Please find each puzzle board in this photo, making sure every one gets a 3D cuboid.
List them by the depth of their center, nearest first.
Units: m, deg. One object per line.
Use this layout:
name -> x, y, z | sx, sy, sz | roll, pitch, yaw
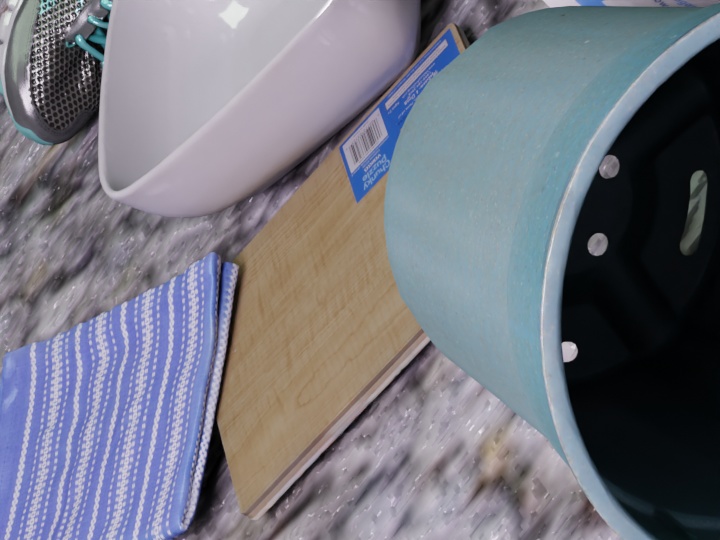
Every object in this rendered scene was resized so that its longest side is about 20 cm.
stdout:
puzzle board -> 0.000, 0.000, 1.205 | 0.200, 0.017, 0.151 | -47, 34, 21

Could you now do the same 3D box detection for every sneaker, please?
sneaker -> -0.131, -0.160, 1.455 | 0.091, 0.078, 0.200 | 21, 85, 53

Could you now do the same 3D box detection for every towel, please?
towel -> -0.132, 0.081, 1.303 | 0.200, 0.024, 0.145 | -25, 49, 49

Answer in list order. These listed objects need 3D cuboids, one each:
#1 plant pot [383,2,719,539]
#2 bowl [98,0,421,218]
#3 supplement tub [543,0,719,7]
plant pot -> 0.110, -0.009, 0.911 | 0.201, 0.200, 0.196 | -62, 25, -1
bowl -> -0.041, -0.128, 1.294 | 0.200, 0.075, 0.200 | -39, 36, 31
supplement tub -> 0.157, -0.169, 1.006 | 0.200, 0.132, 0.132 | -15, 54, 50
